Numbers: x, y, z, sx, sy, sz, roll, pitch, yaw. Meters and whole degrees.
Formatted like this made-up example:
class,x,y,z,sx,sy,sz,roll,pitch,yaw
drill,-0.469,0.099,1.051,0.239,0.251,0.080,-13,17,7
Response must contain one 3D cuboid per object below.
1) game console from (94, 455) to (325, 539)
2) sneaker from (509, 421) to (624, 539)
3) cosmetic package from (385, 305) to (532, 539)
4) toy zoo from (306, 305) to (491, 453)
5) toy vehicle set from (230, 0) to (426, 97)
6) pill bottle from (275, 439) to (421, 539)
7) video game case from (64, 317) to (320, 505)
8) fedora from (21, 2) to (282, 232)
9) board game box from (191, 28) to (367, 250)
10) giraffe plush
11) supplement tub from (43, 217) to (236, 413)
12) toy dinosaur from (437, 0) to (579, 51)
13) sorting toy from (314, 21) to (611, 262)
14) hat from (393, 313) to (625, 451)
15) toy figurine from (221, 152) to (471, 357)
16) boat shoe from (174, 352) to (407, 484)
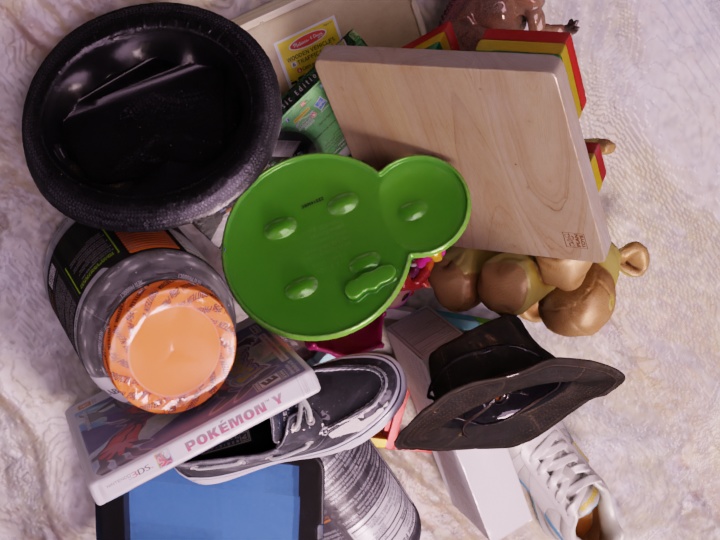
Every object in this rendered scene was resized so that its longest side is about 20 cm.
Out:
class,x,y,z,sx,sy,sz,roll,pitch,yaw
game console,-0.134,0.238,1.247,0.197,0.172,0.119,4,138,11
sneaker,0.185,0.186,1.454,0.076,0.081,0.201,-43,121,-15
cosmetic package,0.089,0.136,1.378,0.050,0.083,0.202,-26,116,-11
toy zoo,0.042,0.098,1.404,0.198,0.020,0.133,9,105,-25
toy vehicle set,-0.038,-0.165,1.275,0.198,0.026,0.125,-26,116,-13
pill bottle,-0.014,0.207,1.356,0.106,0.106,0.201,-36,123,-7
video game case,-0.136,0.100,1.201,0.181,0.200,0.023,-27,107,-10
fedora,-0.155,-0.106,1.193,0.198,0.092,0.203,-1,74,3
board game box,-0.048,-0.092,1.265,0.200,0.023,0.105,-43,132,3
giraffe plush,0.168,-0.010,1.364,0.163,0.171,0.201,54,49,-38
supplement tub,-0.168,0.027,1.190,0.121,0.200,0.124,-7,111,-19
toy dinosaur,0.103,-0.216,1.286,0.134,0.086,0.202,20,105,-26
sorting toy,0.090,-0.108,1.212,0.070,0.197,0.201,-63,146,-33
hat,0.111,0.084,1.272,0.198,0.082,0.201,-16,157,-7
toy figurine,0.000,0.000,1.266,0.198,0.152,0.184,-22,160,-1
boat shoe,-0.059,0.112,1.217,0.198,0.068,0.073,-17,75,1
